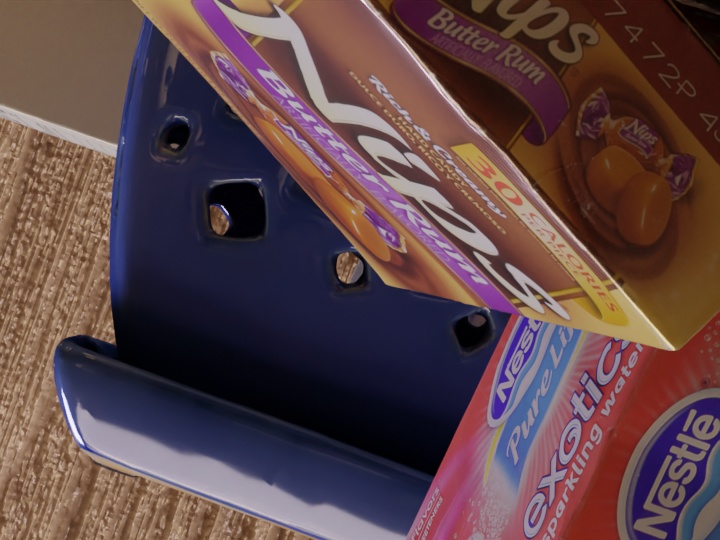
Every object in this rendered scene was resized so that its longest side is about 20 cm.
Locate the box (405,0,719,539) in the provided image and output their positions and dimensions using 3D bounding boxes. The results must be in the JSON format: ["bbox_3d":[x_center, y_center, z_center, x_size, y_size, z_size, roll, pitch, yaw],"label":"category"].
[{"bbox_3d":[0.090,0.044,0.698,0.094,0.201,0.103,21,-165,-17],"label":"box"}]

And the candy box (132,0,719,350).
[{"bbox_3d":[0.018,-0.047,0.648,0.117,0.056,0.200,48,168,-15],"label":"candy box"}]

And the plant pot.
[{"bbox_3d":[0.000,0.000,0.913,0.199,0.180,0.200,20,177,-5],"label":"plant pot"}]

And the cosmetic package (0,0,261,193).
[{"bbox_3d":[-0.078,-0.077,1.122,0.199,0.071,0.105,20,179,-1],"label":"cosmetic package"}]

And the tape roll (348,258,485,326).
[{"bbox_3d":[0.064,0.045,1.185,0.066,0.201,0.200,19,178,32],"label":"tape roll"}]
